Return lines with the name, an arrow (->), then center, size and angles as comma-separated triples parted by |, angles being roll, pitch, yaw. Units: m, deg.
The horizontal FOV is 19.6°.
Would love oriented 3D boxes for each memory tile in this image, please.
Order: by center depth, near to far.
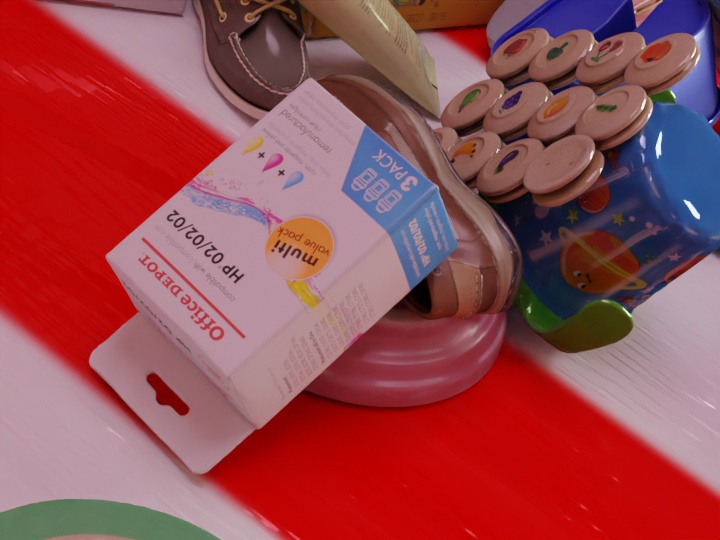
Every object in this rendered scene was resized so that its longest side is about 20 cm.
memory tile -> 0.114, -0.102, 1.328 | 0.153, 0.017, 0.199 | -47, 28, -18

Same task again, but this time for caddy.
caddy -> 0.175, -0.123, 1.488 | 0.141, 0.106, 0.200 | 17, 38, 32

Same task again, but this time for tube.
tube -> -0.008, -0.188, 1.482 | 0.200, 0.052, 0.058 | 40, 69, -31

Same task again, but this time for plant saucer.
plant saucer -> 0.000, 0.000, 1.308 | 0.199, 0.051, 0.201 | 11, 39, -9

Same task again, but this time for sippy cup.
sippy cup -> 0.164, -0.040, 1.316 | 0.139, 0.130, 0.179 | 0, 69, -43

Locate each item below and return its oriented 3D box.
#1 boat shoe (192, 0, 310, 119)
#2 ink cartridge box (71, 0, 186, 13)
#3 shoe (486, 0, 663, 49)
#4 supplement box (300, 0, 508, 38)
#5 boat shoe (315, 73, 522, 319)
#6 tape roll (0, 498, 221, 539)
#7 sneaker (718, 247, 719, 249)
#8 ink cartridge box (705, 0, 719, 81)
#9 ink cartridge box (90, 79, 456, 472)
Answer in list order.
boat shoe -> -0.077, -0.182, 1.492 | 0.071, 0.061, 0.202 | 0, 41, -22
ink cartridge box -> -0.191, -0.281, 1.562 | 0.115, 0.068, 0.201 | 4, 40, -17
shoe -> 0.193, -0.196, 1.614 | 0.199, 0.091, 0.071 | -33, 41, -11
supplement box -> 0.038, -0.225, 1.588 | 0.199, 0.067, 0.069 | -10, 45, -32
boat shoe -> 0.016, -0.045, 1.270 | 0.073, 0.076, 0.200 | -19, 50, -31
tape roll -> -0.127, 0.199, 1.013 | 0.199, 0.048, 0.201 | 12, 38, -9
sneaker -> 0.337, -0.077, 1.474 | 0.200, 0.109, 0.067 | -9, 43, -18
ink cartridge box -> 0.302, -0.155, 1.540 | 0.067, 0.201, 0.115 | -22, 31, 4
ink cartridge box -> -0.059, 0.003, 1.179 | 0.200, 0.068, 0.115 | -42, 60, -12
